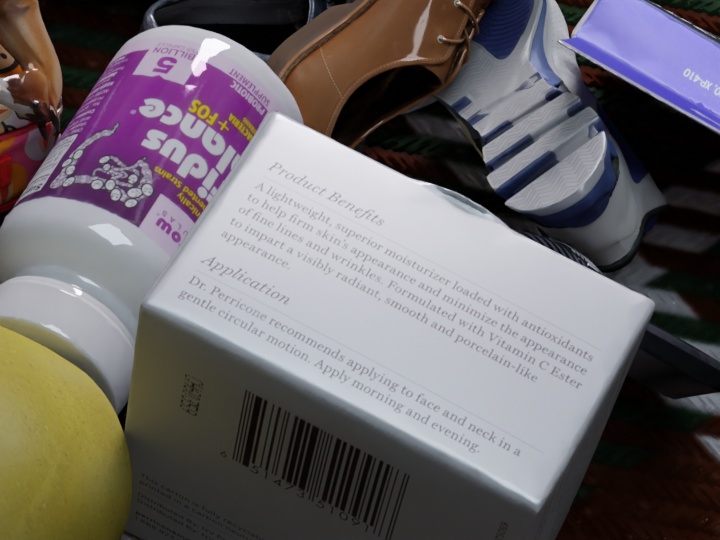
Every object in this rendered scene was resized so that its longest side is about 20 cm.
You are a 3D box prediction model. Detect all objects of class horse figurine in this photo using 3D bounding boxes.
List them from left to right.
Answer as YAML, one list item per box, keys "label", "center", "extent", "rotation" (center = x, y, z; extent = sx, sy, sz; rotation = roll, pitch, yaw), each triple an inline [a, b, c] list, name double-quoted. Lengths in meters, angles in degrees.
- label: "horse figurine"
  center: [-0.206, -0.170, 1.359]
  extent: [0.132, 0.050, 0.200]
  rotation: [28, 30, -38]

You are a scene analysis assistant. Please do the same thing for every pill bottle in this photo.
- label: "pill bottle"
  center: [-0.114, -0.019, 1.336]
  extent: [0.112, 0.112, 0.200]
  rotation: [23, 53, 7]

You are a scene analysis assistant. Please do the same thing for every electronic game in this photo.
- label: "electronic game"
  center: [0.092, 0.006, 1.326]
  extent: [0.200, 0.200, 0.042]
  rotation: [30, 92, 11]

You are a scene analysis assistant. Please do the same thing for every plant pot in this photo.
- label: "plant pot"
  center: [-0.186, 0.100, 1.204]
  extent: [0.142, 0.200, 0.200]
  rotation: [-10, 52, -47]

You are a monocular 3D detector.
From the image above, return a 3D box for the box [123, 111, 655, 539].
- label: "box"
  center: [0.005, 0.067, 1.240]
  extent: [0.198, 0.200, 0.131]
  rotation: [27, 56, 10]

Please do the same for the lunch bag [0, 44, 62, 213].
- label: "lunch bag"
  center: [-0.254, -0.076, 1.370]
  extent: [0.199, 0.082, 0.176]
  rotation: [-21, 61, -25]

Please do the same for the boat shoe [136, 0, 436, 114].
- label: "boat shoe"
  center: [-0.026, -0.129, 1.460]
  extent: [0.199, 0.068, 0.072]
  rotation: [-3, 55, -17]

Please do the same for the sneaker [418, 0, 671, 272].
- label: "sneaker"
  center: [0.101, -0.063, 1.422]
  extent: [0.080, 0.115, 0.200]
  rotation: [-30, 41, 9]

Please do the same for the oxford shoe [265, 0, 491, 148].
- label: "oxford shoe"
  center: [0.043, -0.133, 1.401]
  extent: [0.200, 0.071, 0.071]
  rotation: [-44, 50, 3]

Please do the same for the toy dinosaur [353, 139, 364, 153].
- label: "toy dinosaur"
  center: [0.000, 0.000, 1.387]
  extent: [0.088, 0.048, 0.200]
  rotation: [-3, 53, -31]

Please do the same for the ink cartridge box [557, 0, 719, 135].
- label: "ink cartridge box"
  center: [0.208, -0.085, 1.409]
  extent: [0.198, 0.044, 0.200]
  rotation: [31, 10, 9]
